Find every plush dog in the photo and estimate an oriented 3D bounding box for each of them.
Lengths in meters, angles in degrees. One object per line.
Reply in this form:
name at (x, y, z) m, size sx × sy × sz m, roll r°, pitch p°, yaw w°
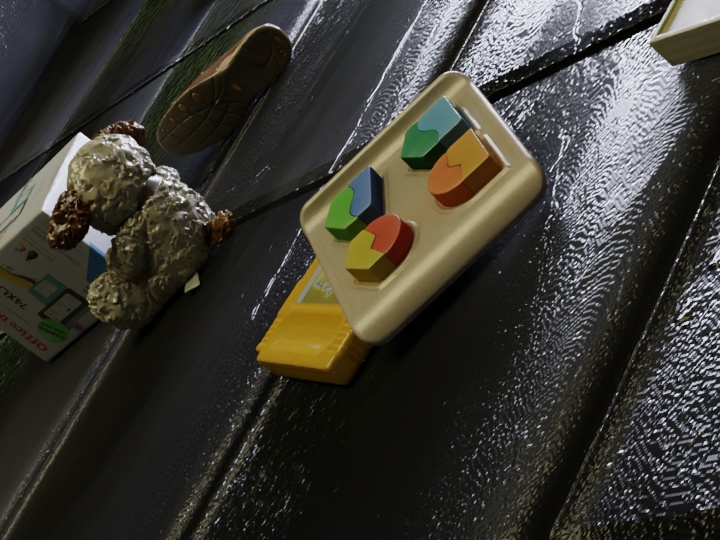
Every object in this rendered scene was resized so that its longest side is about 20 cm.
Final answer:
plush dog at (-0.236, -0.065, 1.970) m, size 0.160 × 0.172 × 0.201 m, roll -29°, pitch 28°, yaw 47°

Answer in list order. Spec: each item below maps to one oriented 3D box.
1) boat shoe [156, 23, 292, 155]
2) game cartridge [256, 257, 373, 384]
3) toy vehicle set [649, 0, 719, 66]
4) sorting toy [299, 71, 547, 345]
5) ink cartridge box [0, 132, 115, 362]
boat shoe at (-0.161, -0.215, 2.242) m, size 0.200 × 0.072 × 0.068 m, roll -44°, pitch 14°, yaw 4°
game cartridge at (0.000, 0.000, 1.527) m, size 0.201 × 0.032 × 0.176 m, roll -55°, pitch 19°, yaw -14°
toy vehicle set at (0.286, -0.210, 1.256) m, size 0.125 × 0.026 × 0.200 m, roll -59°, pitch 20°, yaw -19°
sorting toy at (0.039, -0.056, 1.446) m, size 0.185 × 0.036 × 0.200 m, roll -43°, pitch 33°, yaw 8°
ink cartridge box at (-0.347, -0.024, 2.197) m, size 0.200 × 0.146 × 0.147 m, roll -37°, pitch 24°, yaw 38°
